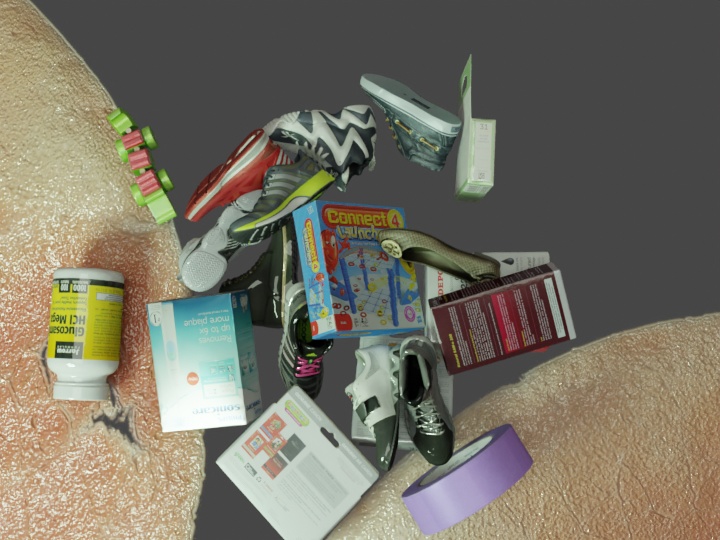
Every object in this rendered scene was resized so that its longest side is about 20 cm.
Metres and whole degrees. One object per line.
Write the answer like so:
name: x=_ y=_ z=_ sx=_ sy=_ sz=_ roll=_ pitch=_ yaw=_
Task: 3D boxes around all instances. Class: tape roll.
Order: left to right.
tape roll: x=0.159 y=0.311 z=1.386 sx=0.198 sy=0.200 sz=0.066 roll=-34 pitch=84 yaw=-3

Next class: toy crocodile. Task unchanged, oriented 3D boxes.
toy crocodile: x=-0.357 y=-0.172 z=1.519 sx=0.066 sy=0.062 sz=0.203 roll=-22 pitch=84 yaw=-1

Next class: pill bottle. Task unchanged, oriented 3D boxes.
pill bottle: x=-0.436 y=0.101 z=1.464 sx=0.110 sy=0.112 sz=0.204 roll=2 pitch=83 yaw=1

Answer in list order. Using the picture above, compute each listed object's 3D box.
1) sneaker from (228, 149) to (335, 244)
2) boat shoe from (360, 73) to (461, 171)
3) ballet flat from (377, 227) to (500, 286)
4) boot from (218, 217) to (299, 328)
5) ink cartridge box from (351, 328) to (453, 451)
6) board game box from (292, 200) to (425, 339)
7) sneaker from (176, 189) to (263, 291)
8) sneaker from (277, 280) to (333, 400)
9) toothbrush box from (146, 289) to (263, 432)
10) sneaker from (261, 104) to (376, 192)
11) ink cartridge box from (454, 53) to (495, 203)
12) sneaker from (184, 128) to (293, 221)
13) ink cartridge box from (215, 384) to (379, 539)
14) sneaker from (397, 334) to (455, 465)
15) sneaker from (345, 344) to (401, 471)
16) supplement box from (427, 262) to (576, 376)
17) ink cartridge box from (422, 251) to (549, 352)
sneaker: x=-0.133 y=-0.113 z=1.432 sx=0.199 sy=0.074 sz=0.081 roll=-38 pitch=85 yaw=-33
boat shoe: x=0.068 y=-0.244 z=1.517 sx=0.199 sy=0.070 sz=0.092 roll=36 pitch=123 yaw=25
ballet flat: x=0.118 y=-0.016 z=1.411 sx=0.197 sy=0.068 sz=0.047 roll=18 pitch=68 yaw=0
boot: x=-0.169 y=-0.006 z=1.494 sx=0.135 sy=0.077 sz=0.204 roll=-3 pitch=82 yaw=6
ink cartridge box: x=0.071 y=0.184 z=1.490 sx=0.159 sy=0.057 sz=0.203 roll=4 pitch=63 yaw=2
board game box: x=0.000 y=0.000 z=1.428 sx=0.055 sy=0.198 sz=0.200 roll=-20 pitch=76 yaw=43
sneaker: x=-0.220 y=-0.050 z=1.475 sx=0.075 sy=0.114 sz=0.200 roll=46 pitch=72 yaw=-17
sneaker: x=-0.084 y=0.124 z=1.439 sx=0.072 sy=0.087 sz=0.204 roll=-4 pitch=111 yaw=-18
toothbrush box: x=-0.242 y=0.140 z=1.445 sx=0.143 sy=0.085 sz=0.204 roll=-6 pitch=92 yaw=13
sneaker: x=-0.064 y=-0.187 z=1.506 sx=0.195 sy=0.080 sz=0.132 roll=-8 pitch=75 yaw=-10
ink cartridge box: x=0.182 y=-0.221 z=1.473 sx=0.047 sy=0.146 sz=0.204 roll=4 pitch=83 yaw=-1
sneaker: x=-0.188 y=-0.124 z=1.502 sx=0.115 sy=0.079 sz=0.199 roll=40 pitch=116 yaw=-23
ink cartridge box: x=-0.093 y=0.308 z=1.449 sx=0.175 sy=0.084 sz=0.200 roll=-43 pitch=85 yaw=-3
sneaker: x=0.088 y=0.204 z=1.368 sx=0.074 sy=0.115 sz=0.204 roll=-13 pitch=94 yaw=12
sneaker: x=0.019 y=0.210 z=1.419 sx=0.087 sy=0.075 sz=0.203 roll=1 pitch=58 yaw=0
supplement box: x=0.208 y=0.071 z=1.370 sx=0.196 sy=0.061 sz=0.111 roll=-16 pitch=101 yaw=2
ink cartridge box: x=0.199 y=0.051 z=1.465 sx=0.196 sy=0.084 sz=0.147 roll=-1 pitch=75 yaw=2
